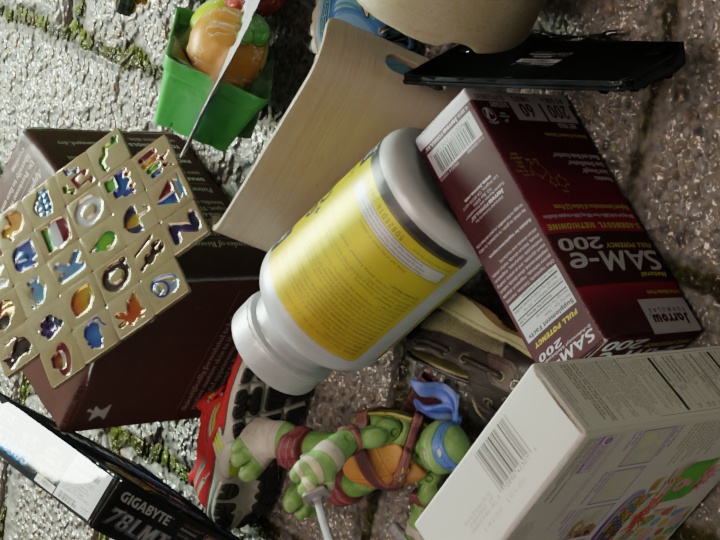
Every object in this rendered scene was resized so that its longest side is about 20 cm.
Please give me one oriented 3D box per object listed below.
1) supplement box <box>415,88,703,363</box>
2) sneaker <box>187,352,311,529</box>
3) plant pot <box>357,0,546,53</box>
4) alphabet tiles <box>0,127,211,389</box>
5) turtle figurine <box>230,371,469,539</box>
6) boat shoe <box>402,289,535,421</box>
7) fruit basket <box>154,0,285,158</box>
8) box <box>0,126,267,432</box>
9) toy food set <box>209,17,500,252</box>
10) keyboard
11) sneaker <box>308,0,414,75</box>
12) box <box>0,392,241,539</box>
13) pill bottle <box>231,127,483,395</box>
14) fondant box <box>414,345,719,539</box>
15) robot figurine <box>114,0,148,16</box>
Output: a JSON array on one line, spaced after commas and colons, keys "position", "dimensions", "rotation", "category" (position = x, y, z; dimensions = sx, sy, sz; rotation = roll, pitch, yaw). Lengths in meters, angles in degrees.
[{"position": [0.130, -0.024, 1.144], "dimensions": [0.061, 0.109, 0.200], "rotation": [-45, 61, 37], "category": "supplement box"}, {"position": [-0.101, 0.114, 1.417], "dimensions": [0.085, 0.077, 0.200], "rotation": [41, 119, 43], "category": "sneaker"}, {"position": [0.079, -0.253, 1.144], "dimensions": [0.200, 0.200, 0.184], "rotation": [46, 132, 35], "category": "plant pot"}, {"position": [-0.210, -0.011, 1.328], "dimensions": [0.200, 0.006, 0.167], "rotation": [-35, 59, 12], "category": "alphabet tiles"}, {"position": [-0.010, 0.175, 1.275], "dimensions": [0.194, 0.144, 0.200], "rotation": [-4, 85, 50], "category": "turtle figurine"}, {"position": [0.105, 0.077, 1.191], "dimensions": [0.065, 0.073, 0.200], "rotation": [-53, 40, -3], "category": "boat shoe"}, {"position": [-0.086, -0.199, 1.348], "dimensions": [0.200, 0.094, 0.185], "rotation": [-56, 15, 20], "category": "fruit basket"}, {"position": [-0.201, 0.004, 1.449], "dimensions": [0.200, 0.164, 0.166], "rotation": [50, 124, 32], "category": "box"}, {"position": [-0.005, -0.078, 1.267], "dimensions": [0.200, 0.143, 0.060], "rotation": [-56, 21, 35], "category": "toy food set"}, {"position": [0.130, -0.128, 1.153], "dimensions": [0.200, 0.104, 0.040], "rotation": [10, 122, 46], "category": "keyboard"}, {"position": [0.013, -0.205, 1.282], "dimensions": [0.090, 0.078, 0.200], "rotation": [-16, 80, 42], "category": "sneaker"}, {"position": [-0.203, 0.185, 1.436], "dimensions": [0.198, 0.200, 0.050], "rotation": [28, 83, 44], "category": "box"}, {"position": [0.000, 0.000, 1.219], "dimensions": [0.200, 0.112, 0.112], "rotation": [-42, 62, 30], "category": "pill bottle"}, {"position": [0.149, 0.119, 1.064], "dimensions": [0.058, 0.200, 0.144], "rotation": [54, 127, 31], "category": "fondant box"}, {"position": [-0.180, -0.312, 1.445], "dimensions": [0.145, 0.058, 0.200], "rotation": [-89, 17, -68], "category": "robot figurine"}]
